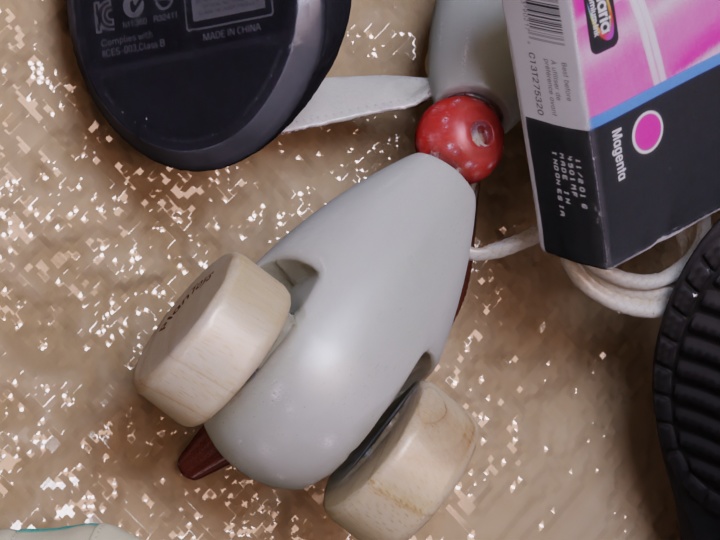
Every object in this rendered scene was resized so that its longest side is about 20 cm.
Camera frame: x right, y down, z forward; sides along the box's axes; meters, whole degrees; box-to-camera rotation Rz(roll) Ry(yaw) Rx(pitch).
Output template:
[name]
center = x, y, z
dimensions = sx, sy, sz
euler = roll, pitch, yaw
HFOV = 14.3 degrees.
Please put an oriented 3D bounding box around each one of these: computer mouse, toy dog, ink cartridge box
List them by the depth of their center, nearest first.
[computer mouse]
center = -0.039, -0.128, 0.848
dimensions = 0.053, 0.138, 0.200
euler = 2, 86, -62
[toy dog]
center = 0.000, 0.000, 0.864
dimensions = 0.200, 0.096, 0.132
euler = -38, 96, -37
[ink cartridge box]
center = 0.127, -0.082, 0.864
dimensions = 0.200, 0.037, 0.095
euler = -29, 120, -34

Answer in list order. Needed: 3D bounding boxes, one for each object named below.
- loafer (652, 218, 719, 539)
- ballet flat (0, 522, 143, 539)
[loafer]
center = 0.138, 0.061, 0.894
dimensions = 0.071, 0.073, 0.200
euler = -30, 129, -43
[ballet flat]
center = -0.110, 0.165, 0.804
dimensions = 0.069, 0.069, 0.200
euler = 22, 74, -20
